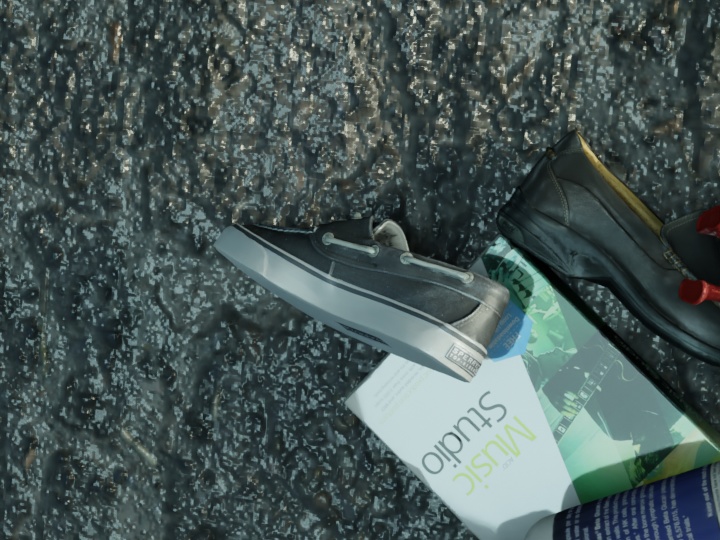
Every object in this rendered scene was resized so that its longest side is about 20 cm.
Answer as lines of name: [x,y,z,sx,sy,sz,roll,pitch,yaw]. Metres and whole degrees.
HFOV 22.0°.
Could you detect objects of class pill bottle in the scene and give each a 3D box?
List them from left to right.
pill bottle: [0.155,0.175,1.012,0.200,0.111,0.111,-20,90,17]

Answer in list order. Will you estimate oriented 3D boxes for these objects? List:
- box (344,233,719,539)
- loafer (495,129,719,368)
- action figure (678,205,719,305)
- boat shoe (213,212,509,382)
box: [0.108,0.096,1.093,0.200,0.036,0.144,44,106,7]
loafer: [0.175,-0.004,1.044,0.200,0.073,0.072,32,100,10]
action figure: [0.276,0.019,1.001,0.200,0.052,0.065,15,84,-11]
boat shoe: [0.000,0.000,1.085,0.200,0.072,0.068,22,79,40]
